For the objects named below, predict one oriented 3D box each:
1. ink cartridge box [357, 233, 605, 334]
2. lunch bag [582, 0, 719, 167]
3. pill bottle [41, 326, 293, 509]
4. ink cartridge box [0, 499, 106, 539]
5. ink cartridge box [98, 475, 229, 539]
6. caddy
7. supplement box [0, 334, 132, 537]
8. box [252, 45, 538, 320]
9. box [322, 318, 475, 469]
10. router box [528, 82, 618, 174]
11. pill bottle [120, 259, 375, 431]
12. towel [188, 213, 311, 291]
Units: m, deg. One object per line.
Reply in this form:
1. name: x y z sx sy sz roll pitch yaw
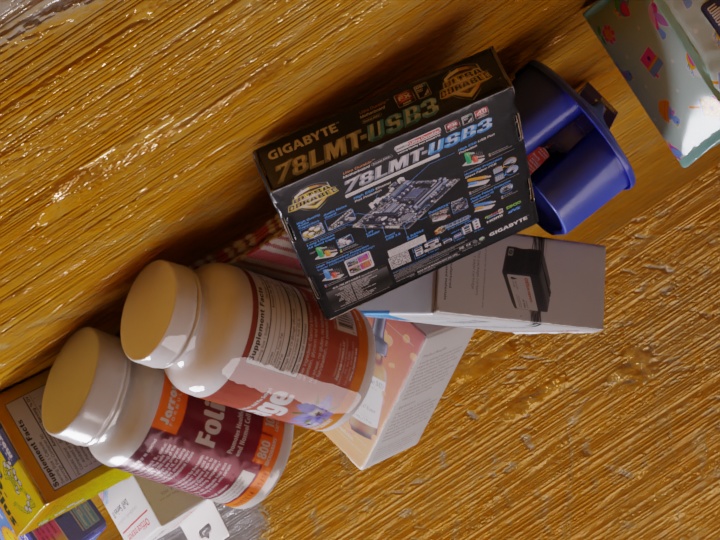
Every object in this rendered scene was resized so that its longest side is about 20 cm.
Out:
1. ink cartridge box: 0.106 0.009 1.516 0.198 0.085 0.145 7 174 -34
2. lunch bag: 0.299 -0.204 1.359 0.121 0.171 0.200 -30 175 -25
3. pill bottle: -0.166 0.126 1.429 0.199 0.115 0.114 24 135 -31
4. ink cartridge box: -0.329 0.233 1.642 0.076 0.137 0.200 -33 173 -31
5. ink cartridge box: -0.225 0.214 1.704 0.067 0.201 0.117 -27 170 -32
6. caddy: 0.174 -0.113 1.464 0.105 0.142 0.200 -41 -177 -1
7. supplement box: -0.247 0.142 1.525 0.199 0.109 0.110 -27 170 -34
8. box: 0.034 -0.063 1.284 0.198 0.050 0.199 -25 147 -1
9. box: 0.018 0.092 1.860 0.106 0.152 0.201 -18 140 -48
10. router box: 0.178 -0.101 1.697 0.180 0.049 0.200 -46 -179 20
11. pill bottle: -0.094 0.059 1.374 0.199 0.113 0.112 19 138 -34
12. towel: -0.059 -0.004 1.428 0.146 0.030 0.199 15 149 -43
